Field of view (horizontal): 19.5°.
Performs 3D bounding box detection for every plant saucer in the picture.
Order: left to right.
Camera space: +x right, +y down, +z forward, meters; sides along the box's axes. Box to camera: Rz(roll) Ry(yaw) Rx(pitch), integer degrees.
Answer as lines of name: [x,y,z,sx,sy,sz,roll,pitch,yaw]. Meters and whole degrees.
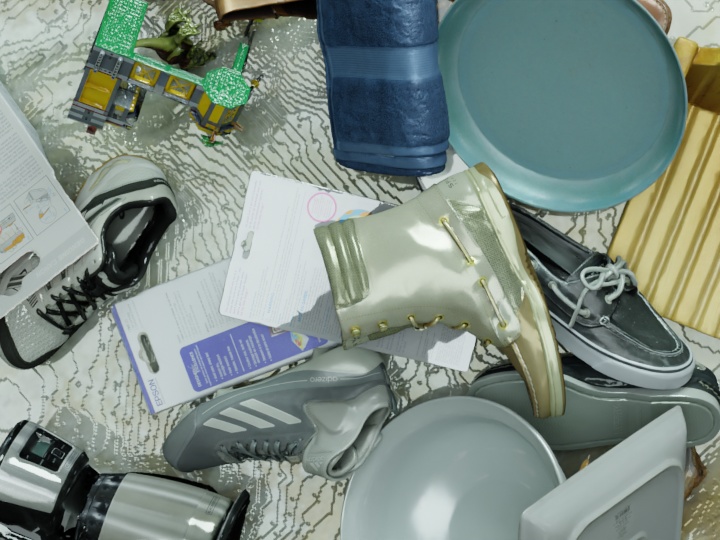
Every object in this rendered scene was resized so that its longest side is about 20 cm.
plant saucer: [0.148,-0.137,1.560,0.200,0.027,0.200,11,123,18]

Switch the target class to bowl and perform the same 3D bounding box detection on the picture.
bowl: [0.091,0.202,1.633,0.201,0.090,0.201,-8,75,32]

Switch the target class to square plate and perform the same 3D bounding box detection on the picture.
square plate: [0.185,0.225,1.569,0.028,0.200,0.198,23,126,36]

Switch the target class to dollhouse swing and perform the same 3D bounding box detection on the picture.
dollhouse swing: [0.294,-0.047,1.603,0.200,0.182,0.176,22,81,4]

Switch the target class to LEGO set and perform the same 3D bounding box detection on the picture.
LEGO set: [-0.149,-0.176,1.652,0.154,0.116,0.200,13,56,-15]

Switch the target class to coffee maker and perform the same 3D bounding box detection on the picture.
coffee maker: [-0.209,0.235,1.653,0.200,0.135,0.192,18,93,5]

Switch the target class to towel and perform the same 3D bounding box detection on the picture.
towel: [0.013,-0.172,1.575,0.112,0.049,0.200,11,112,46]

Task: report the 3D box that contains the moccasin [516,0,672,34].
moccasin: [0.137,-0.216,1.578,0.201,0.078,0.074,26,91,3]

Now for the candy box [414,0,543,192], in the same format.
candy box: [0.092,-0.170,1.656,0.168,0.072,0.200,-24,89,3]

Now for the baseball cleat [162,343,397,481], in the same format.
baseball cleat: [-0.065,0.130,1.648,0.200,0.070,0.107,-30,57,18]

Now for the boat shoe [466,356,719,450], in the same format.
boat shoe: [0.184,0.099,1.659,0.200,0.060,0.076,8,125,3]

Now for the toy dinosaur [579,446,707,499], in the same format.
toy dinosaur: [0.194,0.209,1.641,0.200,0.060,0.106,-40,128,-1]

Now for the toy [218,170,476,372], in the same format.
toy: [0.000,0.000,1.640,0.200,0.047,0.115,14,94,0]

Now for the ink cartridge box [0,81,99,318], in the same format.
ink cartridge box: [-0.315,-0.048,1.680,0.161,0.050,0.200,-38,74,3]

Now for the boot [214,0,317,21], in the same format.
boot: [-0.132,-0.273,1.618,0.188,0.068,0.200,-1,63,-37]

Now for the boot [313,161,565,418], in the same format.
boot: [0.061,0.036,1.582,0.155,0.072,0.200,-20,90,-3]

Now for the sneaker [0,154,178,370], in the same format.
sneaker: [-0.220,0.000,1.664,0.076,0.088,0.200,32,96,-35]

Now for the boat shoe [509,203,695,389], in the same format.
boat shoe: [0.179,0.015,1.632,0.199,0.074,0.068,38,134,20]

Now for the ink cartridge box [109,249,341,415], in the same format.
ink cartridge box: [-0.092,0.037,1.689,0.200,0.039,0.100,-20,90,3]
